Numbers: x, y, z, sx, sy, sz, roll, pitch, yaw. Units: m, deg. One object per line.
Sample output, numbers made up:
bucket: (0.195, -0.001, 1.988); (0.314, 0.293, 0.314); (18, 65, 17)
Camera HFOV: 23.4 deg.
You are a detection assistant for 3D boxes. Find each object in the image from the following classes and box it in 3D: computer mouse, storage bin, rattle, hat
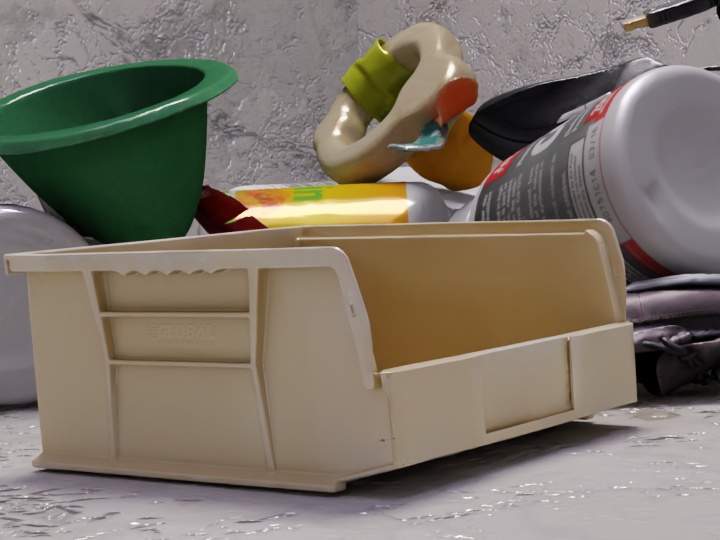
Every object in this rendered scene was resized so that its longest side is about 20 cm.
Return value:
computer mouse: (0.155, -0.102, 1.022); (0.199, 0.046, 0.140); (-12, -23, 12)
storage bin: (-0.011, 0.029, 0.759); (0.198, 0.094, 0.200); (-1, 3, 37)
rattle: (0.060, -0.079, 1.142); (0.130, 0.143, 0.200); (-42, 22, -18)
hat: (-0.129, -0.020, 1.037); (0.199, 0.177, 0.165); (8, 28, 45)

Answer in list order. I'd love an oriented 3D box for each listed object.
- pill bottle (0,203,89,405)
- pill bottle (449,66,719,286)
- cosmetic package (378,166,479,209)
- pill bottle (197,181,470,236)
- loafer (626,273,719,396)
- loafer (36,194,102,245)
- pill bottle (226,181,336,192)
pill bottle: (-0.212, 0.016, 1.045); (0.110, 0.112, 0.200); (-4, 3, -11)
pill bottle: (0.131, -0.026, 0.970); (0.113, 0.114, 0.200); (-5, -13, -29)
cosmetic package: (0.099, -0.017, 1.246); (0.199, 0.052, 0.151); (26, 15, 26)
pill bottle: (0.000, 0.000, 1.119); (0.199, 0.112, 0.111); (-3, 3, 0)
loafer: (0.134, 0.041, 0.868); (0.199, 0.063, 0.072); (2, -27, 5)
loafer: (-0.167, -0.024, 1.143); (0.070, 0.200, 0.070); (-33, 21, -7)
pill bottle: (-0.020, -0.018, 1.447); (0.199, 0.115, 0.114); (-6, 4, -38)
